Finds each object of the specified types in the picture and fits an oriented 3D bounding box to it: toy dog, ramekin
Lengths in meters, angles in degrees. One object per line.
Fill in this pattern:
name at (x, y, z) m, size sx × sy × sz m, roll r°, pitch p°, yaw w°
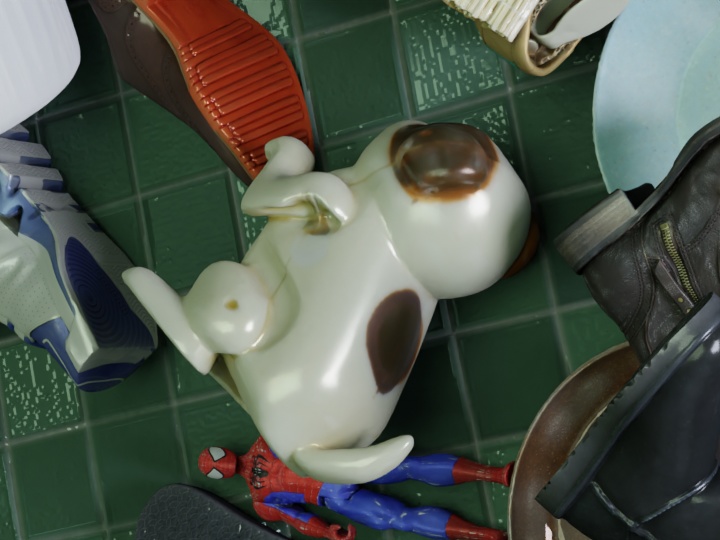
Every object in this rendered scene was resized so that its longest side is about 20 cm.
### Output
toy dog at (0.000, 0.000, 1.358) m, size 0.200 × 0.140 × 0.194 m, roll -44°, pitch 38°, yaw -2°
ramekin at (-0.261, -0.130, 1.474) m, size 0.199 × 0.201 × 0.098 m, roll -10°, pitch 114°, yaw 27°

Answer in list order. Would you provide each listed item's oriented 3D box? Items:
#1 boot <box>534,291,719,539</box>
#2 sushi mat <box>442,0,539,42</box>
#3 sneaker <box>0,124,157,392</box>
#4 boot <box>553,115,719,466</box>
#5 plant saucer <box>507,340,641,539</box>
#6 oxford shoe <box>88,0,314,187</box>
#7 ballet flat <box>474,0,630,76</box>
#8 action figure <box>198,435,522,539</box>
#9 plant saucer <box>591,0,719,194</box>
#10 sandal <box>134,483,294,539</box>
boot at (0.203, 0.123, 1.223) m, size 0.200 × 0.066 × 0.165 m, roll 40°, pitch 136°, yaw 8°
sushi mat at (0.091, -0.224, 1.285) m, size 0.095 × 0.012 × 0.201 m, roll 33°, pitch 95°, yaw 1°
sneaker at (-0.210, 0.007, 1.516) m, size 0.115 × 0.080 × 0.200 m, roll -47°, pitch 62°, yaw 22°
boot at (0.205, 0.015, 1.265) m, size 0.200 × 0.069 × 0.175 m, roll -36°, pitch 80°, yaw 33°
plant saucer at (0.174, 0.134, 1.331) m, size 0.199 × 0.034 × 0.202 m, roll -1°, pitch 88°, yaw 26°
oxford shoe at (-0.096, -0.118, 1.473) m, size 0.201 × 0.071 × 0.073 m, roll 57°, pitch 140°, yaw 14°
ballet flat at (0.145, -0.176, 1.307) m, size 0.200 × 0.069 × 0.063 m, roll -45°, pitch 43°, yaw 14°
action figure at (-0.004, 0.120, 1.418) m, size 0.199 × 0.052 × 0.066 m, roll 6°, pitch 95°, yaw 30°
plant saucer at (0.219, -0.084, 1.313) m, size 0.200 × 0.039 × 0.203 m, roll -1°, pitch 89°, yaw 28°
sandal at (-0.045, 0.183, 1.444) m, size 0.200 × 0.043 × 0.076 m, roll 36°, pitch 97°, yaw 34°
